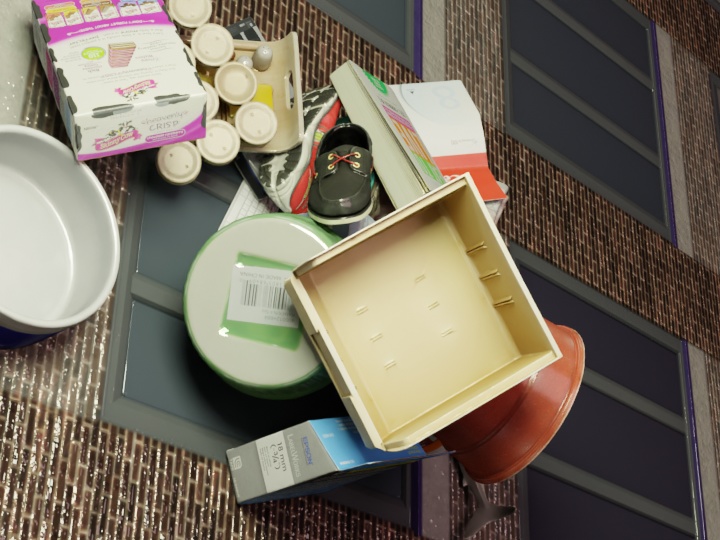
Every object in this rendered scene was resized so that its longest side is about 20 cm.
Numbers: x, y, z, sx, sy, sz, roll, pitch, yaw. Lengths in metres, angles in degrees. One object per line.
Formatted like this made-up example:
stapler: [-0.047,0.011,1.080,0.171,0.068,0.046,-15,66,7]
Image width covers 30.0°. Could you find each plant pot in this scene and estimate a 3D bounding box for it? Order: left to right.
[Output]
plant pot: [0.106,0.096,1.464,0.194,0.200,0.202,35,47,-18]

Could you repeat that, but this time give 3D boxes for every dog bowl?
dog bowl: [-0.330,-0.031,1.274,0.199,0.078,0.202,24,55,-39]

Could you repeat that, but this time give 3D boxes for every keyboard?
keyboard: [-0.141,-0.033,1.542,0.056,0.011,0.201,45,43,-24]

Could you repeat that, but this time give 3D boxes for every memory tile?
memory tile: [-0.193,-0.205,1.472,0.152,0.017,0.201,-29,88,-20]

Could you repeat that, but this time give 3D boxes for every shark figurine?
shark figurine: [0.126,0.218,1.689,0.088,0.128,0.218,-2,90,-23]

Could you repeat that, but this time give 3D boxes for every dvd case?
dvd case: [-0.128,-0.198,1.624,0.201,0.025,0.150,59,39,-5]

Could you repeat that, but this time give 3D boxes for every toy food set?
toy food set: [-0.163,-0.213,1.518,0.197,0.060,0.145,2,69,-18]

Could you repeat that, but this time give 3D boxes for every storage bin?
storage bin: [0.056,0.045,1.315,0.197,0.094,0.202,-28,91,-17]

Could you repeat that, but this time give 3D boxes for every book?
book: [0.046,-0.150,1.629,0.201,0.048,0.133,61,19,21]

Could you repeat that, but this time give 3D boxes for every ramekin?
ramekin: [-0.091,0.035,1.402,0.098,0.198,0.202,44,27,-83]

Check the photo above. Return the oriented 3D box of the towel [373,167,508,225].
towel: [0.072,-0.078,1.695,0.198,0.032,0.192,19,42,13]

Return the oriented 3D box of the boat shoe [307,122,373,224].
boat shoe: [-0.022,-0.107,1.488,0.202,0.073,0.064,-83,171,-64]

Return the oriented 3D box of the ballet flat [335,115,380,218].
ballet flat: [-0.004,-0.106,1.635,0.201,0.067,0.076,-94,163,-48]

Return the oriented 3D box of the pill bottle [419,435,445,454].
pill bottle: [0.039,0.121,1.588,0.200,0.112,0.114,44,44,-25]

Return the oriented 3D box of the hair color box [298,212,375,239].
hair color box: [0.000,0.000,1.578,0.200,0.098,0.061,42,48,-47]

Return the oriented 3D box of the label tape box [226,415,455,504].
label tape box: [-0.022,0.190,1.416,0.143,0.199,0.064,1,71,-48]

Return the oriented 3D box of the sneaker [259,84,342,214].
sneaker: [-0.065,-0.142,1.604,0.085,0.076,0.201,59,39,-37]

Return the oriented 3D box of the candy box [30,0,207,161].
candy box: [-0.247,-0.206,1.364,0.135,0.061,0.201,-12,48,-18]

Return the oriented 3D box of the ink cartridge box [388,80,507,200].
ink cartridge box: [0.087,-0.166,1.728,0.158,0.048,0.201,-6,45,-20]
